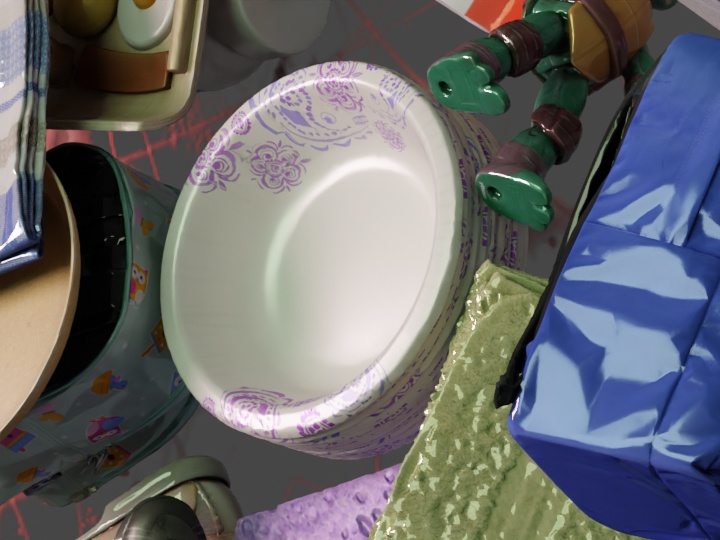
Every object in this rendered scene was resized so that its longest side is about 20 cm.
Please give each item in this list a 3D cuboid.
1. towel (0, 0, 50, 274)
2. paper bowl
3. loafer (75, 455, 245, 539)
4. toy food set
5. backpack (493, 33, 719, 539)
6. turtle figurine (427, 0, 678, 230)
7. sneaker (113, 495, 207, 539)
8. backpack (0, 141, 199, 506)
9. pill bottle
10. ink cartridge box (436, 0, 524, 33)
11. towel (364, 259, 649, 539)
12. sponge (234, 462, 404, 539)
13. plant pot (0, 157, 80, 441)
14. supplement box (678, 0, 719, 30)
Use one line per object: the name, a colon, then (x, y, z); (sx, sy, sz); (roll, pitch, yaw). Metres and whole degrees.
towel: (-0.227, -0.077, 1.278); (0.147, 0.024, 0.200); (-20, 60, 30)
paper bowl: (0.000, 0.000, 1.233); (0.200, 0.104, 0.201); (-16, 64, 35)
loafer: (-0.145, 0.182, 1.315); (0.200, 0.072, 0.063); (-40, 59, 19)
toy food set: (-0.152, -0.174, 1.306); (0.143, 0.060, 0.200); (3, 84, 41)
backpack: (0.173, 0.013, 0.989); (0.168, 0.163, 0.200); (13, 73, 22)
turtle figurine: (0.123, -0.118, 1.169); (0.200, 0.150, 0.101); (-43, 13, -28)
sneaker: (-0.088, 0.216, 1.221); (0.090, 0.066, 0.200); (167, 102, -64)
backpack: (-0.170, 0.030, 1.332); (0.200, 0.153, 0.176); (-33, 49, 31)
pill bottle: (-0.118, -0.158, 1.389); (0.200, 0.112, 0.112); (-3, 72, 40)
ink cartridge box: (0.083, -0.216, 1.284); (0.163, 0.057, 0.200); (-57, 43, 8)
towel: (0.089, 0.107, 1.118); (0.148, 0.036, 0.200); (21, 83, 11)
sponge: (0.020, 0.157, 1.207); (0.200, 0.030, 0.112); (-22, 61, 33)
plant pot: (-0.221, 0.023, 1.261); (0.200, 0.027, 0.200); (-15, 63, 32)
supplement box: (0.198, -0.146, 1.052); (0.103, 0.200, 0.101); (38, 100, 43)
